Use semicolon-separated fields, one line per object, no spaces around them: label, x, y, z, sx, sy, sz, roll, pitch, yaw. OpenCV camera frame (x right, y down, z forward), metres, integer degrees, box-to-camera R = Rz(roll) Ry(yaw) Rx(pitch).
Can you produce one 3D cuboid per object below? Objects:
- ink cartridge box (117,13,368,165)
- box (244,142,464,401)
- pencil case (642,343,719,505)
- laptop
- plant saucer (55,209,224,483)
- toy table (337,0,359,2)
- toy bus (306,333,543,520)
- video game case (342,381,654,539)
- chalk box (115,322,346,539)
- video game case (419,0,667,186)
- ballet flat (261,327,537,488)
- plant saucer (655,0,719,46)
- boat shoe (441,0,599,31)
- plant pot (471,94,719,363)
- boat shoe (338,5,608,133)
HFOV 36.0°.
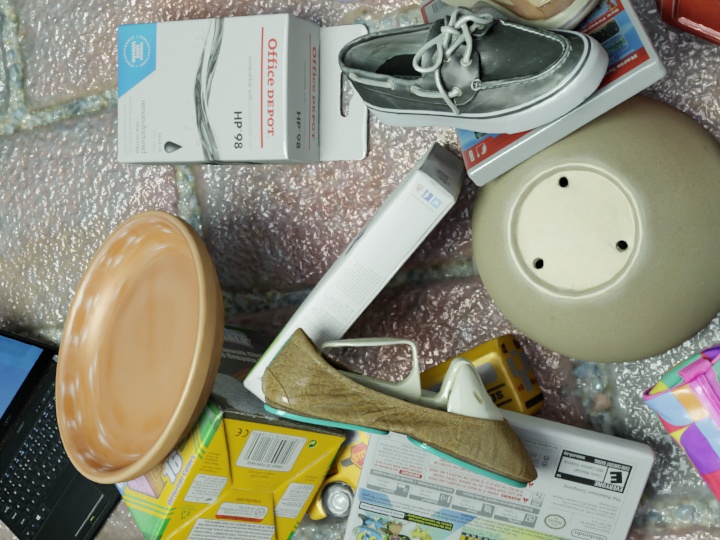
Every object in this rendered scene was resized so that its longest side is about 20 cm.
ink cartridge box;-0.097;-0.145;0.904;0.199;0.067;0.117;1;92;22
box;0.000;0.000;0.822;0.036;0.144;0.200;40;107;-3
pencil case;0.279;0.145;0.757;0.088;0.088;0.200;-38;78;19
laptop;-0.318;0.161;0.991;0.200;0.103;0.178;40;107;16
plant saucer;-0.160;0.057;0.815;0.200;0.037;0.201;-21;61;44
toy table;-0.048;-0.311;0.850;0.183;0.117;0.201;-33;81;21
toy bus;0.041;0.126;0.862;0.199;0.065;0.079;-27;83;21
video game case;0.092;0.187;0.816;0.199;0.022;0.183;14;109;-1
chalk box;-0.128;0.116;0.881;0.200;0.124;0.124;43;110;48
video game case;0.119;-0.165;0.779;0.143;0.017;0.201;-30;44;21
ballet flat;0.034;0.085;0.744;0.199;0.068;0.073;18;91;-4
plant saucer;0.267;-0.174;0.682;0.199;0.200;0.037;28;83;18
boat shoe;0.088;-0.227;0.783;0.076;0.072;0.200;-52;40;-1
plant pot;0.161;-0.028;0.768;0.199;0.134;0.201;1;94;22
boat shoe;0.067;-0.140;0.739;0.199;0.068;0.074;11;68;46
